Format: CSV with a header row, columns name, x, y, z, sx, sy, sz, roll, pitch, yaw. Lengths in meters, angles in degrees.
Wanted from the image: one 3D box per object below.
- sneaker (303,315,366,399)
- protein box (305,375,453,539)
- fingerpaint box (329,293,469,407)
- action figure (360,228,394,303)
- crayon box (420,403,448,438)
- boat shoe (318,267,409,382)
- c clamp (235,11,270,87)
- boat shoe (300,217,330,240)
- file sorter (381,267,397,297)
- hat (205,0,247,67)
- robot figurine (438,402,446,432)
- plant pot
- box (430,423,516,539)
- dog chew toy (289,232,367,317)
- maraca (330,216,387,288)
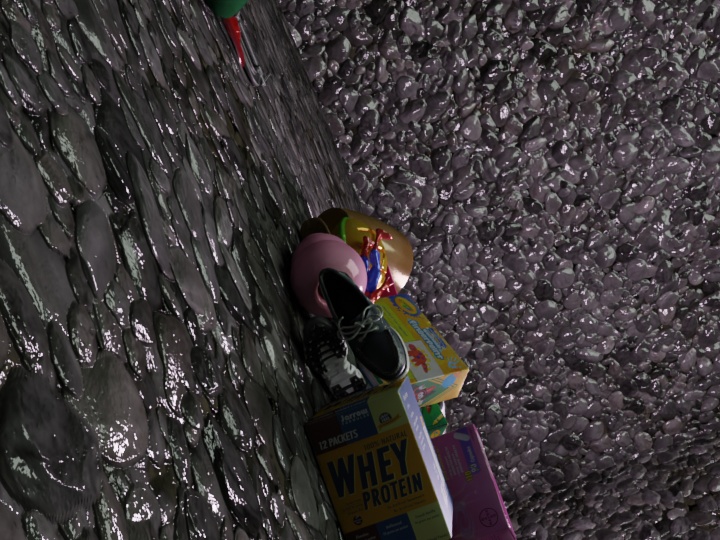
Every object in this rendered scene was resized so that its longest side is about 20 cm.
name,x,y,z,sx,sy,sz,roll,pitch,yaw
sneaker,-0.050,0.121,1.349,0.201,0.066,0.091,64,1,-48
protein box,0.033,0.271,1.215,0.199,0.134,0.201,6,64,-83
fingerpaint box,0.055,0.139,1.461,0.200,0.166,0.074,51,-42,38
action figure,0.014,0.028,1.450,0.052,0.065,0.201,35,53,-29
crayon box,0.084,0.280,1.562,0.119,0.058,0.201,61,-27,31
boat shoe,0.001,0.075,1.263,0.201,0.075,0.062,59,6,30
c clamp,-0.242,-0.467,1.822,0.171,0.027,0.201,-92,162,-58
boat shoe,-0.057,-0.005,1.671,0.065,0.071,0.201,58,13,-71
file sorter,0.015,0.084,1.709,0.126,0.138,0.201,64,8,-55
hat,-0.273,-0.486,1.613,0.199,0.177,0.166,28,20,-13
robot figurine,0.108,0.315,1.734,0.150,0.124,0.202,-63,150,-66
plant pot,-0.014,-0.049,1.830,0.200,0.186,0.187,40,27,-52
box,0.122,0.369,1.387,0.097,0.199,0.177,60,11,-56
dog chew toy,-0.059,-0.004,1.437,0.200,0.124,0.125,-117,-176,-68
maraca,0.000,0.000,1.576,0.137,0.106,0.201,-50,124,-67
